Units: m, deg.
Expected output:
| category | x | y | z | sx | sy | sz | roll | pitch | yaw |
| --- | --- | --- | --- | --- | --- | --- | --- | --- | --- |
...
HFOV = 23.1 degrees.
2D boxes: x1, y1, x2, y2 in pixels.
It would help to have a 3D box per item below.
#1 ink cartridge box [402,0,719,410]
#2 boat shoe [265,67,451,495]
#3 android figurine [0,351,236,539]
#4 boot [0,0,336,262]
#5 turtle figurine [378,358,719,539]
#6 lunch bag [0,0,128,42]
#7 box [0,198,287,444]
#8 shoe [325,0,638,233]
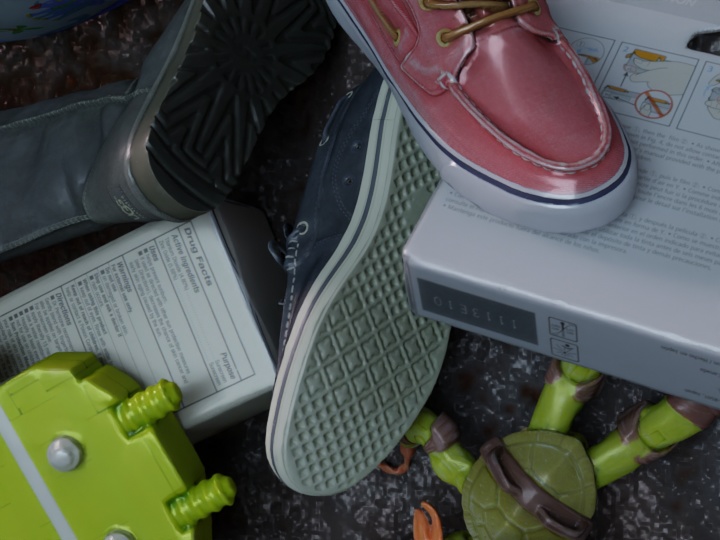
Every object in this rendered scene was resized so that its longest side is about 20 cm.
| category | x | y | z | sx | sy | sz | roll | pitch | yaw |
| --- | --- | --- | --- | --- | --- | --- | --- | --- | --- |
| ink cartridge box | 0.141 | -0.033 | 0.713 | 0.199 | 0.044 | 0.174 | 17 | 57 | 20 |
| boat shoe | 0.000 | 0.000 | 0.755 | 0.062 | 0.074 | 0.201 | -6 | 63 | 50 |
| android figurine | -0.147 | 0.114 | 0.758 | 0.199 | 0.041 | 0.183 | -26 | 94 | 16 |
| boot | -0.120 | -0.072 | 0.817 | 0.199 | 0.182 | 0.073 | -16 | 123 | 46 |
| turtle figurine | 0.074 | 0.079 | 0.751 | 0.200 | 0.064 | 0.162 | 42 | 105 | 16 |
| lunch bag | -0.172 | -0.166 | 0.787 | 0.200 | 0.170 | 0.128 | -32 | 80 | 21 |
| box | -0.125 | 0.050 | 0.810 | 0.199 | 0.078 | 0.095 | -24 | 81 | 14 |
| shoe | 0.039 | -0.106 | 0.698 | 0.071 | 0.091 | 0.200 | -26 | 53 | -14 |
